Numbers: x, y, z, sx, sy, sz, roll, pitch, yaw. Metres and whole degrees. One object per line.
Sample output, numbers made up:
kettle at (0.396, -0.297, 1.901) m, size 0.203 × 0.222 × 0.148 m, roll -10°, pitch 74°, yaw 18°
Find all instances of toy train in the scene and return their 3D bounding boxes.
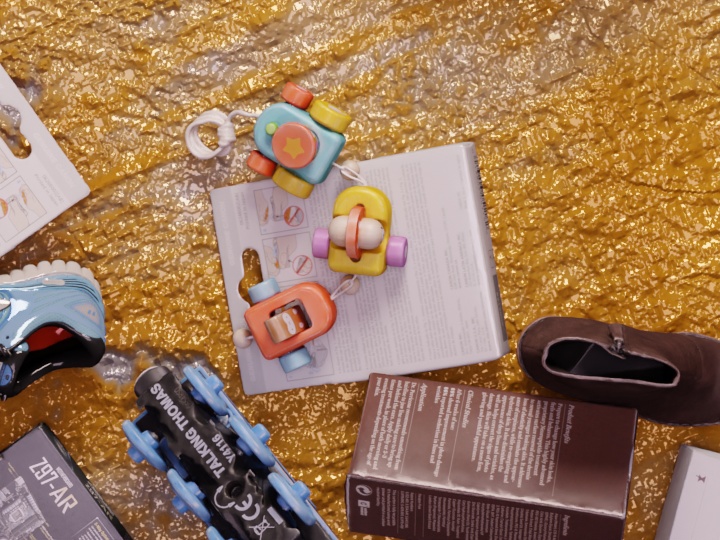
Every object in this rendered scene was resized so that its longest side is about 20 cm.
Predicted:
toy train at (-0.052, -0.032, 1.626) m, size 0.150 × 0.056 × 0.201 m, roll -21°, pitch 91°, yaw 12°
toy train at (-0.089, 0.151, 1.597) m, size 0.087 × 0.114 × 0.200 m, roll -41°, pitch 64°, yaw -1°

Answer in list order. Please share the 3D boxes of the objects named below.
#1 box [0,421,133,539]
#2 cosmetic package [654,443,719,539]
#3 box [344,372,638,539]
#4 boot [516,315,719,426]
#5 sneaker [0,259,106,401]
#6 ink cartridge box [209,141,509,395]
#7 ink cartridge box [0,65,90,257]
box at (-0.239, 0.238, 1.655) m, size 0.160 × 0.044 × 0.200 m, roll -37°, pitch 94°, yaw -2°
cosmetic package at (0.288, 0.246, 1.684) m, size 0.150 × 0.052 × 0.201 m, roll 16°, pitch 91°, yaw -6°
box at (0.095, 0.143, 1.622) m, size 0.199 × 0.075 × 0.100 m, roll 7°, pitch 49°, yaw 8°
boot at (0.212, 0.078, 1.615) m, size 0.199 × 0.166 × 0.073 m, roll 11°, pitch 91°, yaw -4°
sneaker at (-0.272, 0.049, 1.594) m, size 0.199 × 0.090 × 0.079 m, roll -11°, pitch 134°, yaw -18°
ink cartridge box at (0.000, 0.000, 1.671) m, size 0.199 × 0.047 × 0.161 m, roll -9°, pitch 93°, yaw 13°
ink cartridge box at (-0.323, -0.063, 1.642) m, size 0.200 × 0.050 × 0.162 m, roll -36°, pitch 94°, yaw -7°
